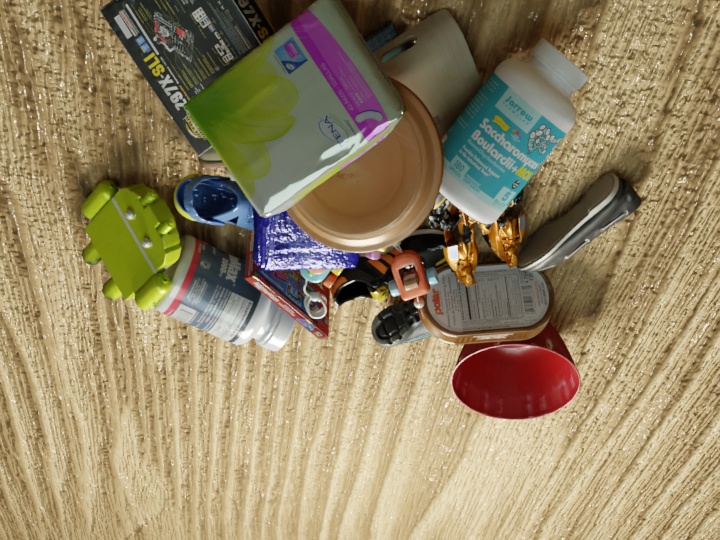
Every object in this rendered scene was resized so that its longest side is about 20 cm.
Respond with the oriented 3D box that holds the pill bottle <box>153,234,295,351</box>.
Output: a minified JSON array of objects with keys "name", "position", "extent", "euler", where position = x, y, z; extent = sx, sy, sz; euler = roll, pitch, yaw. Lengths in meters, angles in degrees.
[{"name":"pill bottle","position":[-0.197,0.041,1.383],"extent":[0.198,0.121,0.120],"euler":[26,136,-22]}]

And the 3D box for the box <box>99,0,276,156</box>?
[{"name":"box","position":[-0.177,-0.253,1.050],"extent":[0.158,0.049,0.201],"euler":[-24,109,32]}]

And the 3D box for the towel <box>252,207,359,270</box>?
[{"name":"towel","position":[-0.063,-0.080,1.152],"extent":[0.145,0.050,0.202],"euler":[1,132,-6]}]

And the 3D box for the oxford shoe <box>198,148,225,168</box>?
[{"name":"oxford shoe","position":[-0.129,-0.193,1.154],"extent":[0.197,0.071,0.074],"euler":[-24,129,16]}]

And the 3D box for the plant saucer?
[{"name":"plant saucer","position":[-0.005,-0.120,1.039],"extent":[0.196,0.032,0.205],"euler":[2,100,11]}]

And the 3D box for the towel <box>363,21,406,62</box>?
[{"name":"towel","position":[0.016,-0.187,1.133],"extent":[0.145,0.022,0.201],"euler":[-32,130,1]}]

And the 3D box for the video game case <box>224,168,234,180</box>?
[{"name":"video game case","position":[-0.070,-0.125,1.253],"extent":[0.197,0.023,0.183],"euler":[-13,135,20]}]

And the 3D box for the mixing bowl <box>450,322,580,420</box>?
[{"name":"mixing bowl","position":[0.240,0.132,1.437],"extent":[0.196,0.110,0.202],"euler":[4,140,4]}]

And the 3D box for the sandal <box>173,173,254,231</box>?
[{"name":"sandal","position":[-0.153,-0.087,1.209],"extent":[0.196,0.081,0.087],"euler":[2,-177,1]}]

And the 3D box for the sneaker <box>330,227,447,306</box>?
[{"name":"sneaker","position":[0.047,0.005,1.332],"extent":[0.197,0.091,0.070],"euler":[-12,136,20]}]

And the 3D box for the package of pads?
[{"name":"package of pads","position":[-0.065,-0.169,0.984],"extent":[0.198,0.068,0.156],"euler":[-33,98,14]}]

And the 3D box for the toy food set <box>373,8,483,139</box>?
[{"name":"toy food set","position":[0.078,-0.191,1.111],"extent":[0.142,0.061,0.201],"euler":[-31,129,1]}]

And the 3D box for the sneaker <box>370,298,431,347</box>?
[{"name":"sneaker","position":[0.110,0.056,1.414],"extent":[0.198,0.077,0.079],"euler":[-26,161,23]}]

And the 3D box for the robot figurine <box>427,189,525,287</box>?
[{"name":"robot figurine","position":[0.162,-0.066,1.230],"extent":[0.143,0.059,0.201],"euler":[-24,146,-5]}]

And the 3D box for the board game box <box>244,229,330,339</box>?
[{"name":"board game box","position":[-0.099,0.010,1.321],"extent":[0.019,0.105,0.200],"euler":[-15,146,24]}]

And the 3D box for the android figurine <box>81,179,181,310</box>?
[{"name":"android figurine","position":[-0.324,-0.040,1.305],"extent":[0.199,0.041,0.184],"euler":[-34,85,40]}]

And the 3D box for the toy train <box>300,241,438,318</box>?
[{"name":"toy train","position":[0.000,0.000,1.266],"extent":[0.196,0.056,0.153],"euler":[-14,101,12]}]

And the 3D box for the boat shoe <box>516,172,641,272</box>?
[{"name":"boat shoe","position":[0.294,-0.050,1.256],"extent":[0.056,0.068,0.200],"euler":[30,131,-19]}]

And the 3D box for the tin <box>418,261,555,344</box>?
[{"name":"tin","position":[0.181,0.043,1.327],"extent":[0.196,0.114,0.042],"euler":[-4,156,-3]}]

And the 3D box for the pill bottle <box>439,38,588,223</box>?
[{"name":"pill bottle","position":[0.170,-0.162,1.059],"extent":[0.110,0.111,0.201],"euler":[29,109,-25]}]
